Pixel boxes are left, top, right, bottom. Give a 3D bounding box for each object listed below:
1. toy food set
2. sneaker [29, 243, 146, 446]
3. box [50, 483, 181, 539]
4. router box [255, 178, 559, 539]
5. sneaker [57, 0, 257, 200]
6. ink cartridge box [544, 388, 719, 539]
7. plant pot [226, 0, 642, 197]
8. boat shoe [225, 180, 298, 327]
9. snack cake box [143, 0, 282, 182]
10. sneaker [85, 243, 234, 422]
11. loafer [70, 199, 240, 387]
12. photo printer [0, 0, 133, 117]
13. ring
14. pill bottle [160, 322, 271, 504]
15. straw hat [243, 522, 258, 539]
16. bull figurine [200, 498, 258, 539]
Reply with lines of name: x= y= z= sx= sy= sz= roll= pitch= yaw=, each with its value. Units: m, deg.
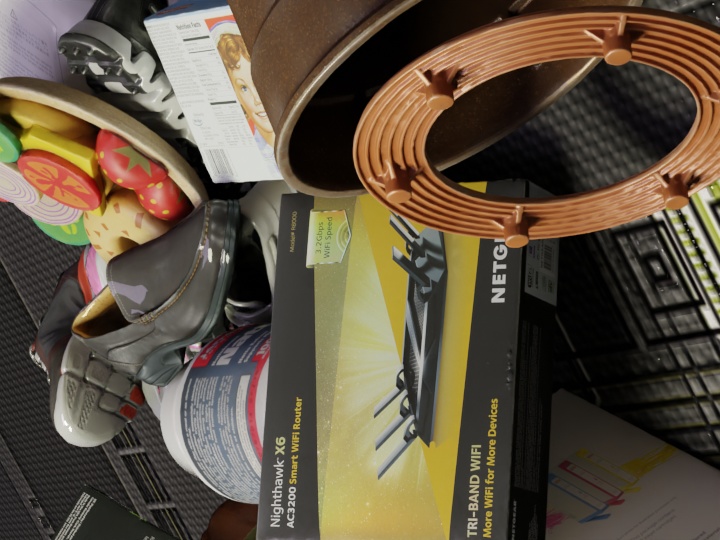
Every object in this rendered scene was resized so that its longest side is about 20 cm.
toy food set: x=-0.187 y=-0.059 z=1.510 sx=0.197 sy=0.049 sz=0.200 roll=22 pitch=158 yaw=10
sneaker: x=-0.209 y=0.065 z=1.704 sx=0.082 sy=0.201 sz=0.077 roll=-32 pitch=121 yaw=27
box: x=-0.115 y=0.258 z=1.524 sx=0.199 sy=0.125 sz=0.149 roll=26 pitch=167 yaw=31
router box: x=0.027 y=0.055 z=1.254 sx=0.156 sy=0.052 sz=0.202 roll=-3 pitch=77 yaw=29
sneaker: x=-0.114 y=-0.120 z=1.481 sx=0.066 sy=0.091 sz=0.200 roll=7 pitch=151 yaw=38
ink cartridge box: x=0.131 y=0.173 z=1.301 sx=0.199 sy=0.125 sz=0.129 roll=26 pitch=138 yaw=46
plant pot: x=0.006 y=-0.173 z=1.098 sx=0.199 sy=0.199 sz=0.201 roll=61 pitch=155 yaw=20
boat shoe: x=-0.070 y=0.004 z=1.530 sx=0.074 sy=0.065 sz=0.201 roll=43 pitch=149 yaw=27
snack cake box: x=-0.039 y=-0.119 z=1.354 sx=0.199 sy=0.067 sz=0.116 roll=2 pitch=118 yaw=58
sneaker: x=-0.124 y=0.048 z=1.659 sx=0.201 sy=0.080 sz=0.086 roll=54 pitch=142 yaw=-3
loafer: x=-0.131 y=0.013 z=1.468 sx=0.072 sy=0.073 sz=0.200 roll=17 pitch=143 yaw=-15
photo printer: x=-0.207 y=-0.144 z=1.605 sx=0.166 sy=0.069 sz=0.201 roll=35 pitch=144 yaw=36
ring: x=0.095 y=-0.060 z=1.069 sx=0.201 sy=0.199 sz=0.019 roll=114 pitch=154 yaw=-58
pill bottle: x=-0.052 y=0.092 z=1.472 sx=0.200 sy=0.119 sz=0.120 roll=-10 pitch=109 yaw=61
straw hat: x=0.012 y=0.226 z=1.319 sx=0.199 sy=0.085 sz=0.203 roll=-3 pitch=84 yaw=27
bull figurine: x=-0.010 y=0.186 z=1.526 sx=0.199 sy=0.121 sz=0.066 roll=19 pitch=132 yaw=27
